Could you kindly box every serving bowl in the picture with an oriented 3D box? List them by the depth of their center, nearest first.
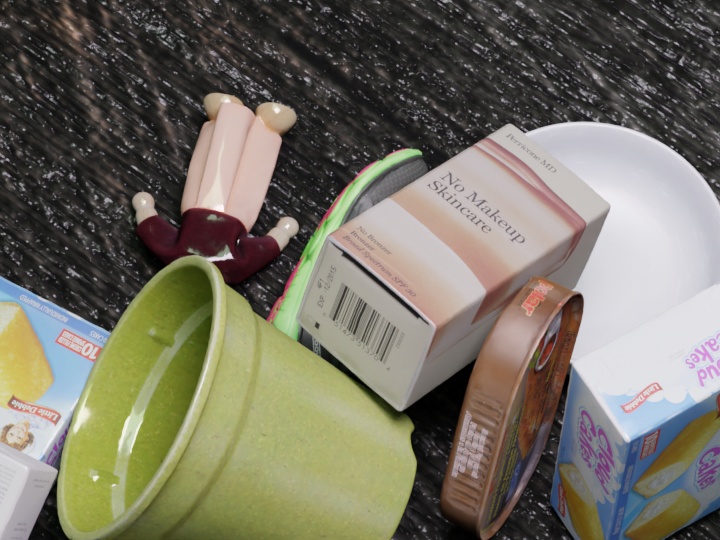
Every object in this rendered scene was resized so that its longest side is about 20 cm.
[{"bbox_3d":[0.163,-0.007,1.779,0.199,0.066,0.201,1,62,-2],"label":"serving bowl"}]

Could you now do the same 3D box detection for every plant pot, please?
[{"bbox_3d":[-0.071,0.119,1.623,0.184,0.200,0.201,27,58,-24],"label":"plant pot"}]

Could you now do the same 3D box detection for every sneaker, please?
[{"bbox_3d":[0.000,0.000,1.775,0.084,0.077,0.200,31,66,-5],"label":"sneaker"}]

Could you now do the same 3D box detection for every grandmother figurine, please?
[{"bbox_3d":[-0.108,-0.034,1.789,0.121,0.061,0.201,5,58,10],"label":"grandmother figurine"}]

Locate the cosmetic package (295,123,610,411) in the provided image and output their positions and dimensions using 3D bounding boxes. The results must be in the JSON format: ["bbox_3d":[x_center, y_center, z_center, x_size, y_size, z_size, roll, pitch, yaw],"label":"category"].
[{"bbox_3d":[0.064,-0.005,1.650,0.103,0.087,0.200,39,45,18],"label":"cosmetic package"}]

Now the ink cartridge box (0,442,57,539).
[{"bbox_3d":[-0.297,0.197,1.623,0.116,0.067,0.201,25,88,11],"label":"ink cartridge box"}]

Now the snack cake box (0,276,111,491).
[{"bbox_3d":[-0.279,0.063,1.722,0.199,0.067,0.115,26,62,11],"label":"snack cake box"}]

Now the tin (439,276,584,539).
[{"bbox_3d":[0.099,0.093,1.649,0.042,0.201,0.112,23,39,13],"label":"tin"}]

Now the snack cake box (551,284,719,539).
[{"bbox_3d":[0.196,0.108,1.631,0.115,0.200,0.067,-26,62,-15],"label":"snack cake box"}]
